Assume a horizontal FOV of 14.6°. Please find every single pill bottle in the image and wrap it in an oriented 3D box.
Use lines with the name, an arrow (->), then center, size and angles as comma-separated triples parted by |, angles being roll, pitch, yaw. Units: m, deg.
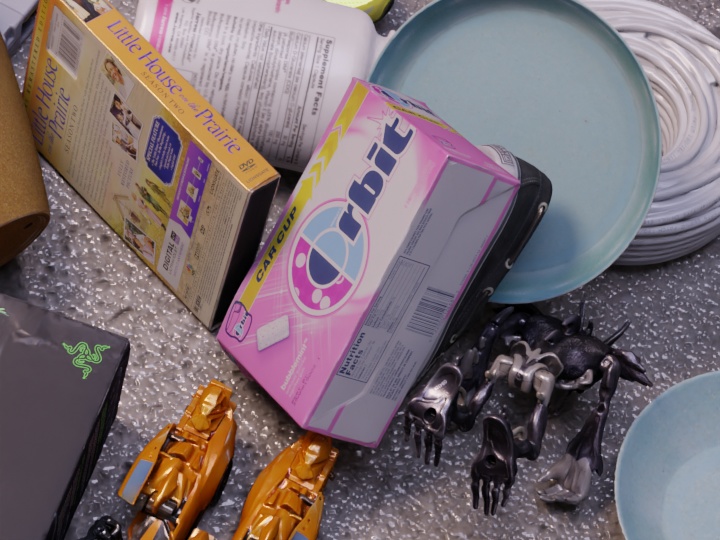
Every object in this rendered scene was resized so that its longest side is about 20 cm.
pill bottle -> -0.054, -0.125, 1.841 | 0.198, 0.114, 0.114 | 12, 55, -4

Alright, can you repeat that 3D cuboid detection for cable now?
cable -> 0.175, -0.098, 1.897 | 0.200, 0.069, 0.200 | 40, 59, 16

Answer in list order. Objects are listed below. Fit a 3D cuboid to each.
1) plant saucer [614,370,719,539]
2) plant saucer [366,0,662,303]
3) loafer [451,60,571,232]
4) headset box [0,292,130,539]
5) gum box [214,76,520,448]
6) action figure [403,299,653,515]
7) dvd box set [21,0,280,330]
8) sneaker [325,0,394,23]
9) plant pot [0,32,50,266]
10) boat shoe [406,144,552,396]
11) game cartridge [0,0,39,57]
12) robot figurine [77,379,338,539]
plant saucer -> 0.251, 0.157, 1.758 | 0.199, 0.039, 0.202 | 6, 55, -8
plant saucer -> 0.095, -0.081, 1.762 | 0.199, 0.201, 0.027 | 32, 16, 11
loafer -> 0.090, -0.112, 1.810 | 0.075, 0.068, 0.201 | -22, 72, 7
headset box -> -0.246, 0.102, 1.660 | 0.173, 0.093, 0.201 | 20, 54, 2
gum box -> 0.000, 0.000, 1.709 | 0.066, 0.201, 0.113 | 18, 16, -40
action figure -> 0.100, 0.083, 1.744 | 0.118, 0.103, 0.200 | 31, 29, 20
dvd box set -> -0.138, -0.076, 1.770 | 0.029, 0.147, 0.200 | -32, 66, -33
sneaker -> -0.066, -0.229, 1.922 | 0.199, 0.091, 0.078 | 24, 52, 0
plant pot -> -0.282, -0.092, 1.750 | 0.186, 0.186, 0.201 | -29, 80, -27
boat shoe -> 0.053, 0.015, 1.742 | 0.056, 0.201, 0.069 | 18, 23, -37
game cartridge -> -0.256, -0.231, 1.920 | 0.133, 0.041, 0.200 | 30, 55, 5
robot figurine -> -0.097, 0.167, 1.666 | 0.144, 0.058, 0.201 | 24, 54, 6
